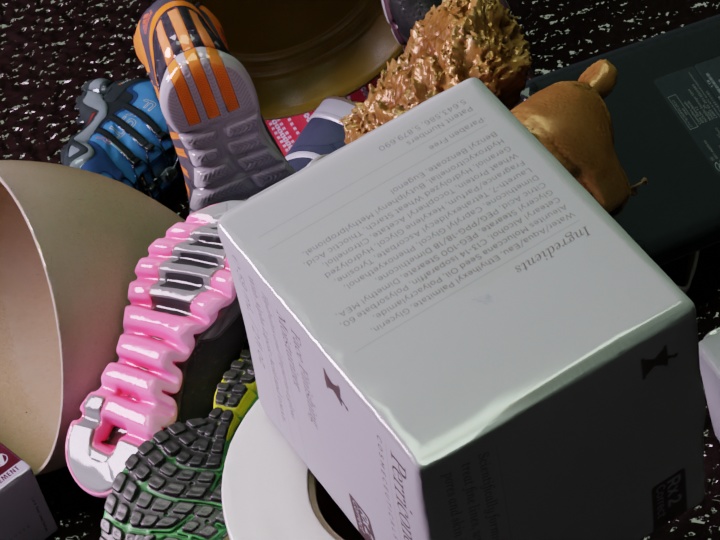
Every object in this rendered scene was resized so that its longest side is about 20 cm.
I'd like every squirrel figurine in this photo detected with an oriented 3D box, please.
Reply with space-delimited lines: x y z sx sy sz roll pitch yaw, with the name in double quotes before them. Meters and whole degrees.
"squirrel figurine" 0.075 -0.065 1.614 0.141 0.187 0.200 -27 75 -25

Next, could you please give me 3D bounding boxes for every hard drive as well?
"hard drive" 0.201 -0.082 1.764 0.200 0.033 0.140 -20 69 -35

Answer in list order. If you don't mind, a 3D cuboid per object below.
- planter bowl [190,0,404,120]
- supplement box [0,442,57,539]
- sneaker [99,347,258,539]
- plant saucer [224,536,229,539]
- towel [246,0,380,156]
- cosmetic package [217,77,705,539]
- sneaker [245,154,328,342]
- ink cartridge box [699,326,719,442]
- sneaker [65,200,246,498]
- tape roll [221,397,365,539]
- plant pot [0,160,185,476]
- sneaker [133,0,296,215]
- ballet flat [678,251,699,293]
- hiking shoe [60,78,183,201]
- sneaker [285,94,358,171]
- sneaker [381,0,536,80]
"planter bowl" -0.054 -0.200 1.861 0.200 0.200 0.084 -22 51 -6
"supplement box" -0.295 0.131 1.770 0.109 0.061 0.200 -37 43 -22
"sneaker" -0.076 0.126 1.629 0.078 0.085 0.200 24 44 26
"plant saucer" -0.037 0.118 1.716 0.200 0.031 0.200 -10 41 9
"towel" -0.007 -0.168 1.935 0.200 0.145 0.022 -28 2 -3
"cosmetic package" 0.054 0.046 1.429 0.165 0.165 0.200 -29 51 -14
"sneaker" -0.001 -0.002 1.772 0.146 0.202 0.077 -35 49 38
"ink cartridge box" 0.301 0.097 1.579 0.146 0.083 0.200 -23 40 -6
"sneaker" -0.100 0.055 1.684 0.079 0.095 0.200 22 81 41
"tape roll" 0.032 0.152 1.542 0.202 0.139 0.203 -4 51 5
"plant pot" -0.171 0.021 1.773 0.134 0.200 0.200 -10 34 -28
"sneaker" -0.091 -0.096 1.794 0.077 0.200 0.112 -17 44 -6
"ballet flat" 0.171 0.009 1.747 0.064 0.067 0.200 30 55 5
"hiking shoe" -0.158 -0.076 1.950 0.087 0.074 0.200 -10 40 9
"sneaker" 0.024 -0.035 1.845 0.200 0.070 0.109 26 64 31
"sneaker" 0.093 -0.129 1.807 0.076 0.200 0.116 -38 17 -6
